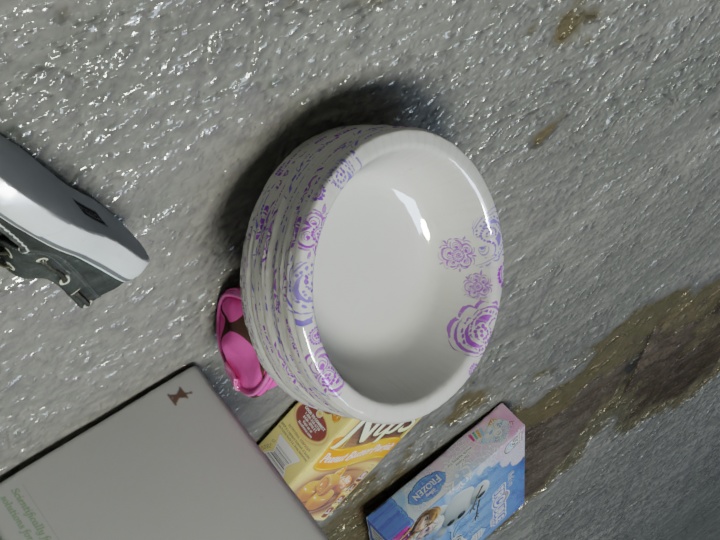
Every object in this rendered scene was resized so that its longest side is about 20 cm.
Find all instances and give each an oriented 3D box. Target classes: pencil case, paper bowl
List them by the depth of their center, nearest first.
[{"bbox_3d":[0.000,0.000,1.089,0.199,0.104,0.203,-5,98,-41],"label":"paper bowl"},{"bbox_3d":[-0.023,0.040,1.204,0.199,0.091,0.094,-12,147,-41],"label":"pencil case"}]

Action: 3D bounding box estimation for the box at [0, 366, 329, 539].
[{"bbox_3d":[-0.147,0.228,1.193,0.199,0.199,0.172,-30,152,-21],"label":"box"}]

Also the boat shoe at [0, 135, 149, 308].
[{"bbox_3d":[-0.187,-0.021,0.908,0.057,0.069,0.200,-42,156,3],"label":"boat shoe"}]

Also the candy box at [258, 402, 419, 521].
[{"bbox_3d":[-0.009,0.135,1.400,0.200,0.055,0.115,-47,153,12],"label":"candy box"}]

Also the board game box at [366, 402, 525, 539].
[{"bbox_3d":[0.100,0.266,1.737,0.199,0.043,0.201,-39,151,-18],"label":"board game box"}]
